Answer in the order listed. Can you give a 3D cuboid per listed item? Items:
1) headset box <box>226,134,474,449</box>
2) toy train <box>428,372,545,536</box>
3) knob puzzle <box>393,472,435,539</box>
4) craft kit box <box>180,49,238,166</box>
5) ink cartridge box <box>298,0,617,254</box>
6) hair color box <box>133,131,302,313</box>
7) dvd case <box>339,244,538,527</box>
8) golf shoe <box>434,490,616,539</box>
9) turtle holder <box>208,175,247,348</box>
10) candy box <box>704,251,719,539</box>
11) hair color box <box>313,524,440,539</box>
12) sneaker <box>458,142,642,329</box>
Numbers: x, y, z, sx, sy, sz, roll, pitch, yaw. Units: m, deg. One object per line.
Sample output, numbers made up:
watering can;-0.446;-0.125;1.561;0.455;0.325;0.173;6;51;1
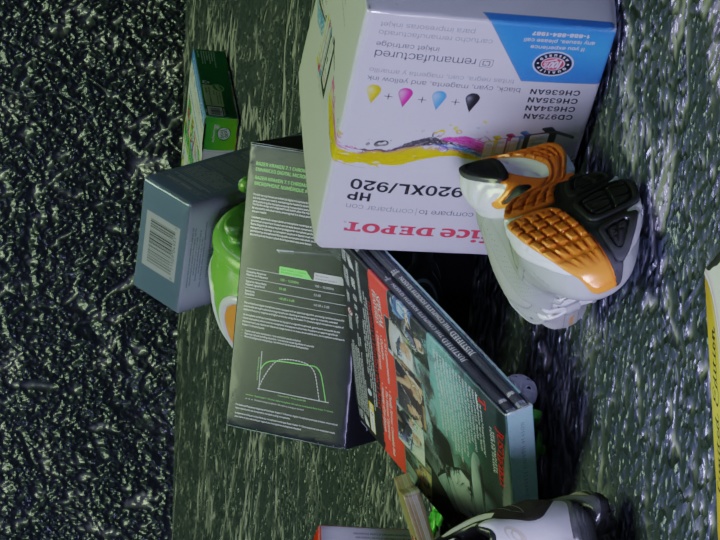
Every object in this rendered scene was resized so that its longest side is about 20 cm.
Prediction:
headset box;0.000;0.000;1.931;0.174;0.092;0.201;-11;-72;-62
toy train;0.078;0.118;1.820;0.200;0.042;0.057;114;169;-63
knob puzzle;0.064;0.214;1.778;0.220;0.030;0.220;161;90;-88
craft kit box;-0.180;-0.130;3.467;0.200;0.048;0.198;-104;22;-61
ink cartridge box;0.053;-0.126;1.731;0.200;0.147;0.145;104;166;-49
hair color box;-0.089;-0.043;2.418;0.061;0.200;0.099;31;124;37
dvd case;0.047;0.083;1.746;0.200;0.022;0.146;48;152;47
golf shoe;0.054;0.172;1.596;0.200;0.094;0.078;-47;50;46
turtle holder;-0.053;0.002;2.344;0.186;0.140;0.132;-108;22;-61
candy box;0.187;0.028;1.118;0.200;0.061;0.137;115;157;-67
hair color box;0.017;0.271;1.928;0.061;0.101;0.201;110;162;-62
sneaker;0.113;-0.006;1.609;0.200;0.075;0.092;-124;18;-72
